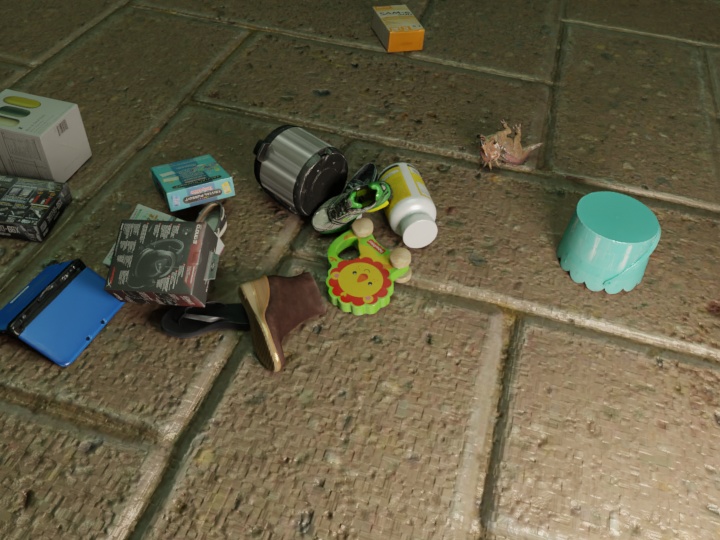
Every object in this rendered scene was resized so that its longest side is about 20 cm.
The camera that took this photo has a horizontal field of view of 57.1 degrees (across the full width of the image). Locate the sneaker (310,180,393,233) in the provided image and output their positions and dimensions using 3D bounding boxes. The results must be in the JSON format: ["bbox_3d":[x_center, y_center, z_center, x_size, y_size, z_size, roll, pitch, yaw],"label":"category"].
[{"bbox_3d":[-0.029,-0.147,1.470,0.199,0.085,0.079,-28,81,17],"label":"sneaker"}]

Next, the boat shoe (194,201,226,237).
[{"bbox_3d":[-0.344,-0.073,1.444,0.073,0.061,0.201,14,46,8],"label":"boat shoe"}]

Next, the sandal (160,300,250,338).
[{"bbox_3d":[-0.293,0.085,1.301,0.198,0.043,0.077,-7,45,-11],"label":"sandal"}]

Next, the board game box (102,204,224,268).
[{"bbox_3d":[-0.404,-0.033,1.362,0.198,0.064,0.149,21,71,16],"label":"board game box"}]

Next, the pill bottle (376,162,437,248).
[{"bbox_3d":[0.109,-0.148,1.519,0.111,0.113,0.201,-7,45,-11],"label":"pill bottle"}]

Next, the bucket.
[{"bbox_3d":[0.545,-0.067,1.453,0.204,0.136,0.209,2,44,-2],"label":"bucket"}]

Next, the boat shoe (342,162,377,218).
[{"bbox_3d":[-0.010,-0.185,1.576,0.071,0.068,0.201,21,50,17],"label":"boat shoe"}]

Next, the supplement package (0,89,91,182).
[{"bbox_3d":[-0.793,-0.318,1.594,0.198,0.152,0.153,13,45,10],"label":"supplement package"}]

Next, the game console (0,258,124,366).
[{"bbox_3d":[-0.597,0.085,1.298,0.169,0.119,0.201,-8,35,34],"label":"game console"}]

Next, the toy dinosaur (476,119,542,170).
[{"bbox_3d":[0.381,-0.316,1.738,0.198,0.086,0.137,13,53,-15],"label":"toy dinosaur"}]

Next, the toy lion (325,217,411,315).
[{"bbox_3d":[0.000,0.000,1.405,0.191,0.069,0.200,-34,55,-23],"label":"toy lion"}]

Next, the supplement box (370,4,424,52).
[{"bbox_3d":[0.123,-0.816,2.222,0.125,0.074,0.201,-9,46,-14],"label":"supplement box"}]

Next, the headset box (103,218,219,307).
[{"bbox_3d":[-0.371,-0.015,1.273,0.197,0.077,0.151,2,69,8],"label":"headset box"}]

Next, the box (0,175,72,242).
[{"bbox_3d":[-0.783,-0.144,1.492,0.197,0.050,0.159,6,44,2],"label":"box"}]

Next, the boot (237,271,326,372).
[{"bbox_3d":[-0.136,0.092,1.290,0.165,0.072,0.202,-8,61,-32],"label":"boot"}]

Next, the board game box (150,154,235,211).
[{"bbox_3d":[-0.396,-0.209,1.550,0.150,0.047,0.200,-18,31,-20],"label":"board game box"}]

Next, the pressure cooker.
[{"bbox_3d":[-0.149,-0.241,1.544,0.199,0.177,0.178,34,58,27],"label":"pressure cooker"}]
